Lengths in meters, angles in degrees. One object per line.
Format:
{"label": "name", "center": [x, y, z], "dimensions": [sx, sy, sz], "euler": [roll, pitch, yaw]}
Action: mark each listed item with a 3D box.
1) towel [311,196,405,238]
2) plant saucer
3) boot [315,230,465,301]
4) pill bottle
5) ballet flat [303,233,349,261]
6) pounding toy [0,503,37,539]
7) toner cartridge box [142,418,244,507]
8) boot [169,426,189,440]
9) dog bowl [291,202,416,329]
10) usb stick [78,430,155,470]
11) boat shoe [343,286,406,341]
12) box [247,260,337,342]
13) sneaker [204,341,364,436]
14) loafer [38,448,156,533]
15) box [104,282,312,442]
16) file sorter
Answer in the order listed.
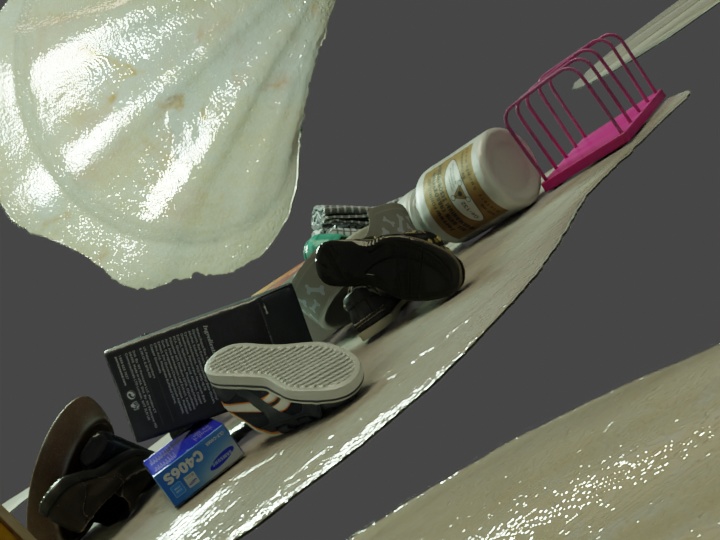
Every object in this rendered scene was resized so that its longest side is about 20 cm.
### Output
{"label": "towel", "center": [0.000, -0.083, 2.219], "dimensions": [0.163, 0.087, 0.200], "euler": [1, -3, -10]}
{"label": "plant saucer", "center": [-0.354, 0.259, 1.556], "dimensions": [0.034, 0.203, 0.200], "euler": [11, 19, 12]}
{"label": "boot", "center": [0.064, -0.009, 1.476], "dimensions": [0.198, 0.074, 0.150], "euler": [2, 5, 37]}
{"label": "pill bottle", "center": [0.140, -0.102, 1.697], "dimensions": [0.199, 0.115, 0.114], "euler": [-31, 6, 46]}
{"label": "ballet flat", "center": [0.004, -0.008, 1.797], "dimensions": [0.070, 0.068, 0.199], "euler": [2, -10, 40]}
{"label": "pounding toy", "center": [-0.413, 0.320, 1.260], "dimensions": [0.142, 0.184, 0.200], "euler": [-46, -1, 26]}
{"label": "toner cartridge box", "center": [-0.192, 0.213, 1.410], "dimensions": [0.095, 0.043, 0.200], "euler": [-38, 5, -12]}
{"label": "boot", "center": [-0.229, 0.161, 1.784], "dimensions": [0.166, 0.065, 0.200], "euler": [-63, 5, -3]}
{"label": "dog bowl", "center": [0.000, 0.000, 1.661], "dimensions": [0.199, 0.059, 0.200], "euler": [-35, -19, -14]}
{"label": "usb stick", "center": [-0.307, 0.242, 1.590], "dimensions": [0.056, 0.033, 0.200], "euler": [-50, -17, -7]}
{"label": "boat shoe", "center": [0.016, 0.033, 1.566], "dimensions": [0.072, 0.063, 0.200], "euler": [-35, 5, 10]}
{"label": "box", "center": [-0.120, 0.079, 1.834], "dimensions": [0.199, 0.107, 0.152], "euler": [-32, 6, 43]}
{"label": "sneaker", "center": [-0.068, 0.123, 1.277], "dimensions": [0.198, 0.080, 0.078], "euler": [3, 37, 41]}
{"label": "loafer", "center": [-0.301, 0.275, 1.495], "dimensions": [0.073, 0.071, 0.199], "euler": [-55, -18, 22]}
{"label": "box", "center": [-0.173, 0.107, 1.505], "dimensions": [0.198, 0.119, 0.197], "euler": [-20, 1, 10]}
{"label": "file sorter", "center": [0.298, -0.222, 1.674], "dimensions": [0.138, 0.126, 0.200], "euler": [-33, 6, 35]}
